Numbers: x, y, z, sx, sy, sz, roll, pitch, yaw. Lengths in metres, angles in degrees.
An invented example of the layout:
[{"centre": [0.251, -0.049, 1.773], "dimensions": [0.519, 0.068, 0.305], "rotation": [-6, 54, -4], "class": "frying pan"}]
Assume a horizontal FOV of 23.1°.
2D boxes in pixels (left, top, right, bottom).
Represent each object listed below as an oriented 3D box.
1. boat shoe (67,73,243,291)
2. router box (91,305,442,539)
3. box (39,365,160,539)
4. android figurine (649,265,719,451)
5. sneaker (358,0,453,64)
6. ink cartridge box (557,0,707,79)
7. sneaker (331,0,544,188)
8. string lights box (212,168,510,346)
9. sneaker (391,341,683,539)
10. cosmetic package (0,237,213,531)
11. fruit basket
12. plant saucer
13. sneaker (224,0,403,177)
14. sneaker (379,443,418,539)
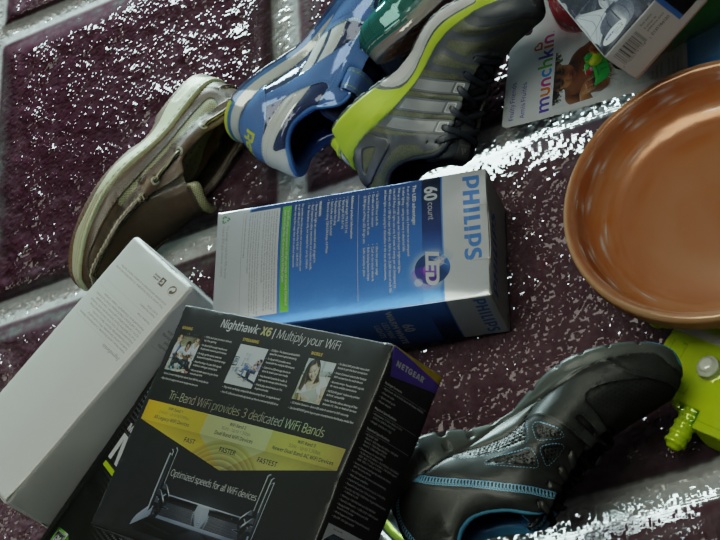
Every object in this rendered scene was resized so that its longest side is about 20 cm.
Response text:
[{"centre": [-0.150, -0.064, 1.378], "dimensions": [0.075, 0.075, 0.203], "rotation": [24, 76, 33], "class": "boat shoe"}, {"centre": [-0.062, 0.113, 1.086], "dimensions": [0.200, 0.052, 0.158], "rotation": [9, 72, 46], "class": "router box"}, {"centre": [-0.117, 0.169, 1.177], "dimensions": [0.193, 0.047, 0.200], "rotation": [-56, 41, 5], "class": "box"}, {"centre": [0.260, 0.036, 1.085], "dimensions": [0.182, 0.041, 0.200], "rotation": [26, 77, 39], "class": "android figurine"}, {"centre": [0.054, -0.240, 1.299], "dimensions": [0.080, 0.071, 0.200], "rotation": [40, 74, 3], "class": "sneaker"}, {"centre": [0.168, -0.221, 1.189], "dimensions": [0.099, 0.039, 0.200], "rotation": [-50, 36, 17], "class": "ink cartridge box"}, {"centre": [0.066, -0.122, 1.257], "dimensions": [0.200, 0.074, 0.081], "rotation": [-46, 62, 32], "class": "sneaker"}, {"centre": [0.000, 0.000, 1.230], "dimensions": [0.200, 0.059, 0.103], "rotation": [-8, 58, 15], "class": "string lights box"}, {"centre": [0.113, 0.116, 1.064], "dimensions": [0.200, 0.073, 0.082], "rotation": [-30, 53, 3], "class": "sneaker"}, {"centre": [-0.180, 0.091, 1.280], "dimensions": [0.200, 0.108, 0.085], "rotation": [-48, 50, -4], "class": "cosmetic package"}, {"centre": [0.187, -0.204, 1.241], "dimensions": [0.200, 0.094, 0.186], "rotation": [-10, 58, 31], "class": "fruit basket"}, {"centre": [0.227, -0.046, 1.109], "dimensions": [0.200, 0.037, 0.200], "rotation": [-15, 52, 20], "class": "plant saucer"}, {"centre": [-0.009, -0.150, 1.344], "dimensions": [0.200, 0.074, 0.082], "rotation": [-44, 54, 4], "class": "sneaker"}, {"centre": [0.043, 0.154, 1.129], "dimensions": [0.200, 0.074, 0.081], "rotation": [31, 79, 39], "class": "sneaker"}]
